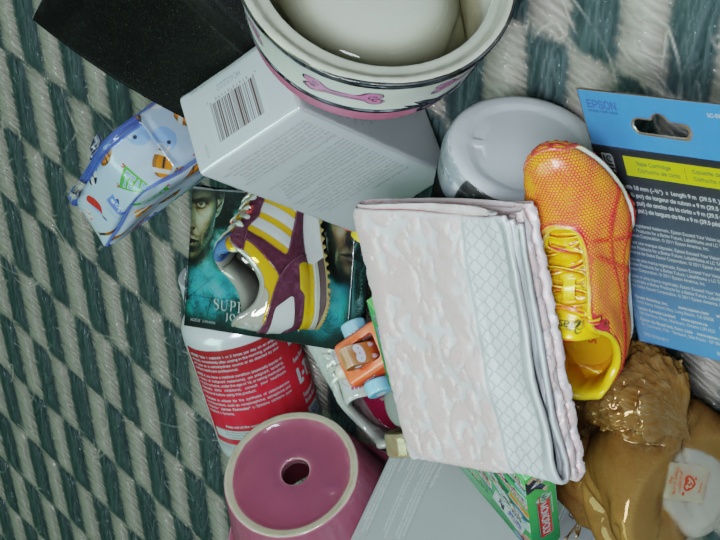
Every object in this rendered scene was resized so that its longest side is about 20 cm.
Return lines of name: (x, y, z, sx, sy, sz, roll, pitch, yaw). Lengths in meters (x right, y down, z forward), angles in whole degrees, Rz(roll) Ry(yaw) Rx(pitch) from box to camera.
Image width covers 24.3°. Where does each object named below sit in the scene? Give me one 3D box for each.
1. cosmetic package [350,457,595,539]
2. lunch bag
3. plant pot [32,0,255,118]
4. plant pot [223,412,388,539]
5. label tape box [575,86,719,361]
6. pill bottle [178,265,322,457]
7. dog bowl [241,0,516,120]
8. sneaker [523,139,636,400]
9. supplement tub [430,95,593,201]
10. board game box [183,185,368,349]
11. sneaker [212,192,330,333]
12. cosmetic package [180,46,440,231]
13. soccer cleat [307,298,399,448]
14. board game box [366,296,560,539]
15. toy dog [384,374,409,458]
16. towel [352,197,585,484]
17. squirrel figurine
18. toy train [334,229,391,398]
cosmetic package: (0.103, 0.230, 1.464, 0.200, 0.107, 0.090, 14, 158, 39)
lunch bag: (-0.171, -0.107, 1.507, 0.076, 0.200, 0.160, 52, 149, 2)
plant pot: (-0.112, -0.231, 1.333, 0.177, 0.200, 0.199, 47, 149, -2)
plant pot: (-0.044, 0.230, 1.583, 0.200, 0.200, 0.179, 36, 163, 32)
label tape box: (0.235, -0.038, 1.119, 0.144, 0.063, 0.200, 15, 129, 50)
pill bottle: (-0.114, 0.084, 1.684, 0.112, 0.112, 0.200, 16, 130, 48)
dog bowl: (0.006, -0.194, 1.184, 0.200, 0.200, 0.074, 48, 156, 15)
sneaker: (0.150, 0.003, 1.130, 0.073, 0.077, 0.200, -2, 126, 23)
supplement tub: (0.107, -0.023, 1.260, 0.123, 0.122, 0.200, 42, 147, 24)
board game box: (-0.078, -0.005, 1.536, 0.200, 0.028, 0.136, 6, 95, 37)
sneaker: (-0.085, -0.042, 1.445, 0.075, 0.090, 0.200, 127, 136, -56)
cosmetic package: (-0.032, -0.102, 1.289, 0.101, 0.200, 0.071, -30, 62, 26)
soccer cleat: (-0.010, 0.075, 1.541, 0.070, 0.086, 0.200, -34, 94, 20)
board game box: (0.081, 0.116, 1.303, 0.200, 0.029, 0.135, 49, 164, 31)
toy dog: (0.094, 0.109, 1.443, 0.200, 0.096, 0.132, 19, 117, 42)
towel: (0.072, 0.048, 1.179, 0.191, 0.032, 0.200, 3, 108, 56)
squirrel figurine: (0.193, 0.132, 1.286, 0.200, 0.141, 0.187, 64, 161, -14)
toy train: (0.000, 0.000, 1.420, 0.150, 0.056, 0.200, -30, 72, 35)
